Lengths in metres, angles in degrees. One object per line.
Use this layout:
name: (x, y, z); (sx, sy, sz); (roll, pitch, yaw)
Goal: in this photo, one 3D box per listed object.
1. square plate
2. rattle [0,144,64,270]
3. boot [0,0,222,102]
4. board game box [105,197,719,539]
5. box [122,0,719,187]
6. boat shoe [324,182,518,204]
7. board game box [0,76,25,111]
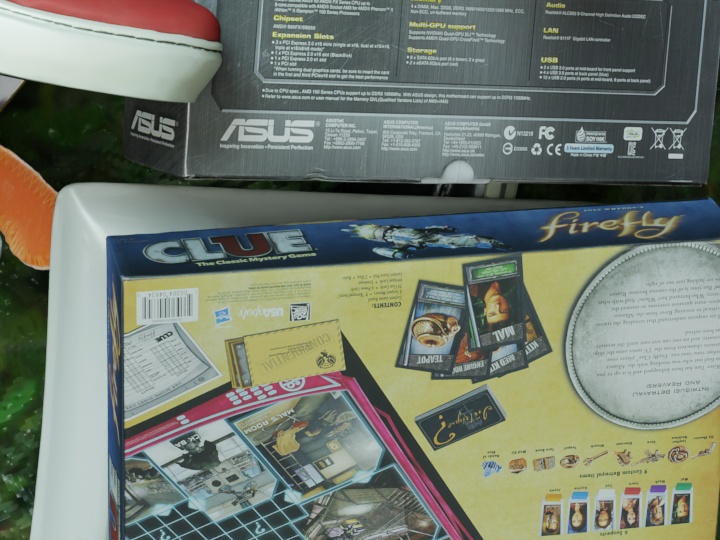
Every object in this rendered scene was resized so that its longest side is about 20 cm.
square plate: (-0.014, 0.064, 1.006); (0.197, 0.029, 0.201); (2, 122, -11)
rattle: (-0.187, -0.089, 0.975); (0.199, 0.144, 0.130); (12, 138, -16)
boot: (-0.119, -0.138, 0.851); (0.199, 0.072, 0.145); (21, 92, 6)
board game box: (0.019, 0.050, 0.929); (0.198, 0.035, 0.136); (-3, 114, -13)
box: (0.026, -0.108, 0.930); (0.199, 0.048, 0.160); (-1, 99, -29)
boat shoe: (0.000, 0.000, 1.026); (0.062, 0.075, 0.201); (20, 111, -23)
board game box: (-0.182, -0.141, 1.005); (0.200, 0.057, 0.165); (41, 101, -8)
